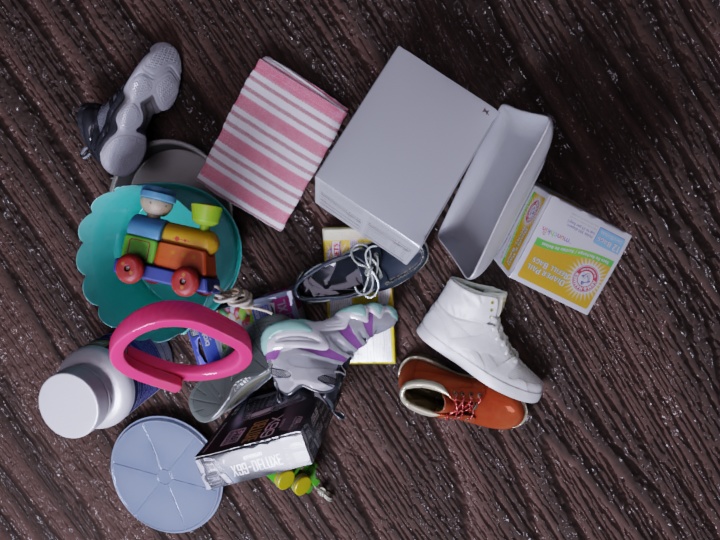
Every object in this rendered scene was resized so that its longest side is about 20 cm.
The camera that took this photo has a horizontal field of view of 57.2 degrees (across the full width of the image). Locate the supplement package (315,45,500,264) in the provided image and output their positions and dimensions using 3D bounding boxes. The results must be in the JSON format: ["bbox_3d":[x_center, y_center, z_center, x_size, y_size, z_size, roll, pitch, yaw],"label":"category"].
[{"bbox_3d":[0.055,-0.143,0.843,0.154,0.111,0.202,32,79,1],"label":"supplement package"}]

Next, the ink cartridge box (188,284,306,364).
[{"bbox_3d":[-0.173,0.107,1.005,0.195,0.042,0.122,-15,98,14],"label":"ink cartridge box"}]

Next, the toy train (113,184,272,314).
[{"bbox_3d":[-0.185,-0.027,0.787,0.195,0.085,0.119,12,90,6],"label":"toy train"}]

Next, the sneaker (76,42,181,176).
[{"bbox_3d":[-0.339,-0.240,0.945,0.112,0.075,0.204,19,82,31],"label":"sneaker"}]

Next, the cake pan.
[{"bbox_3d":[-0.277,-0.091,0.984,0.195,0.037,0.206,2,101,9],"label":"cake pan"}]

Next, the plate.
[{"bbox_3d":[0.168,-0.102,0.828,0.032,0.200,0.203,22,105,-12],"label":"plate"}]

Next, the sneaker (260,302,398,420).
[{"bbox_3d":[-0.029,0.129,0.896,0.195,0.078,0.143,-12,74,-13],"label":"sneaker"}]

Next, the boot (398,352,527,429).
[{"bbox_3d":[0.143,0.187,0.931,0.195,0.107,0.077,17,102,4],"label":"boot"}]

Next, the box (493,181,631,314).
[{"bbox_3d":[0.227,-0.044,0.813,0.110,0.200,0.103,24,105,-8],"label":"box"}]

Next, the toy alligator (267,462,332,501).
[{"bbox_3d":[-0.091,0.296,0.980,0.059,0.199,0.055,26,81,43],"label":"toy alligator"}]

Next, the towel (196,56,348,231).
[{"bbox_3d":[-0.124,-0.177,0.931,0.144,0.030,0.203,31,96,-3],"label":"towel"}]

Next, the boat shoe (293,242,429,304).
[{"bbox_3d":[0.000,0.000,0.915,0.195,0.062,0.077,-12,95,8],"label":"boat shoe"}]

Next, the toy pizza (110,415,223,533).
[{"bbox_3d":[-0.313,0.329,1.076,0.195,0.032,0.206,2,102,10],"label":"toy pizza"}]

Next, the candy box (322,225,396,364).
[{"bbox_3d":[0.000,0.037,0.967,0.099,0.026,0.206,-1,101,11],"label":"candy box"}]

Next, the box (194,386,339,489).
[{"bbox_3d":[-0.123,0.221,0.934,0.154,0.200,0.051,-17,100,13],"label":"box"}]

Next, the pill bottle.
[{"bbox_3d":[-0.369,0.159,0.965,0.116,0.200,0.123,2,101,9],"label":"pill bottle"}]

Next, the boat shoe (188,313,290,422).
[{"bbox_3d":[-0.165,0.142,0.965,0.202,0.065,0.075,-47,73,8],"label":"boat shoe"}]

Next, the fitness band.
[{"bbox_3d":[-0.228,0.100,0.852,0.142,0.199,0.038,-31,55,17],"label":"fitness band"}]

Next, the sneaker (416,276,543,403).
[{"bbox_3d":[0.188,0.090,0.921,0.197,0.074,0.117,31,108,4],"label":"sneaker"}]

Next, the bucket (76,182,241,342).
[{"bbox_3d":[-0.267,-0.020,0.907,0.201,0.135,0.213,2,102,9],"label":"bucket"}]
